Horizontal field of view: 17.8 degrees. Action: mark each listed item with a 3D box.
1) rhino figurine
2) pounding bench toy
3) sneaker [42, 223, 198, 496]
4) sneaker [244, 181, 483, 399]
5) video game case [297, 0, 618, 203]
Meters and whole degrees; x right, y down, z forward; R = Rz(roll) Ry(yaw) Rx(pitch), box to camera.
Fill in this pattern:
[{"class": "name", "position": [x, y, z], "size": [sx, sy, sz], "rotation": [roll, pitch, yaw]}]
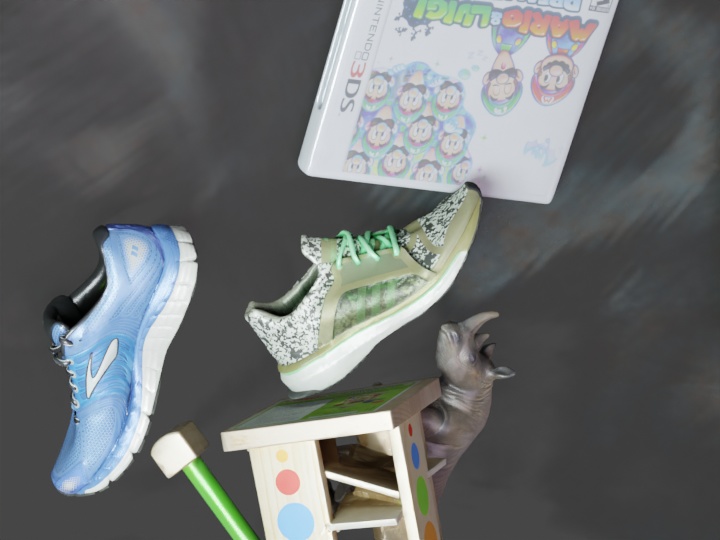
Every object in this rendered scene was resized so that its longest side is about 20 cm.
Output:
[{"class": "rhino figurine", "position": [0.049, 0.111, 1.688], "size": [0.087, 0.060, 0.201], "rotation": [22, 109, -25]}, {"class": "pounding bench toy", "position": [-0.040, 0.175, 1.610], "size": [0.199, 0.124, 0.157], "rotation": [-9, 95, 18]}, {"class": "sneaker", "position": [-0.181, 0.057, 1.559], "size": [0.089, 0.079, 0.201], "rotation": [13, 103, -21]}, {"class": "sneaker", "position": [0.000, 0.000, 1.601], "size": [0.200, 0.077, 0.089], "rotation": [-42, 110, 7]}, {"class": "video game case", "position": [0.071, -0.140, 1.584], "size": [0.199, 0.024, 0.183], "rotation": [5, 115, -26]}]
